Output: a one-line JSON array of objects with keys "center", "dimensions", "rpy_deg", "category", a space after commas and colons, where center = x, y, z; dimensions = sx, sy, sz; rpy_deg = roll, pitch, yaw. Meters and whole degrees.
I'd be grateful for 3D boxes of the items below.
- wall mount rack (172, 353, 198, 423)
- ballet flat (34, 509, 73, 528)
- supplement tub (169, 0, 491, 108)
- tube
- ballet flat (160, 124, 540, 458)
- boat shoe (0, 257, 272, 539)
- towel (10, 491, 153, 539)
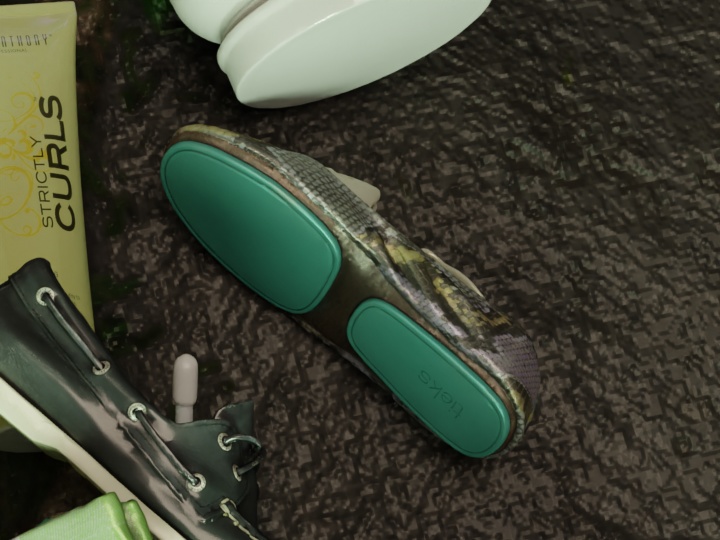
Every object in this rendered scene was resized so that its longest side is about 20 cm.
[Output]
[{"center": [-0.121, 0.132, 0.992], "dimensions": [0.198, 0.075, 0.175], "rpy_deg": [-5, 75, -15], "category": "wall mount rack"}, {"center": [-0.054, 0.169, 0.925], "dimensions": [0.068, 0.075, 0.200], "rpy_deg": [-43, 90, -19], "category": "ballet flat"}, {"center": [-0.035, -0.188, 1.072], "dimensions": [0.145, 0.145, 0.201], "rpy_deg": [-19, 78, -18], "category": "supplement tub"}, {"center": [-0.148, -0.024, 1.049], "dimensions": [0.058, 0.052, 0.201], "rpy_deg": [19, 56, -53], "category": "tube"}, {"center": [0.000, 0.000, 1.074], "dimensions": [0.200, 0.072, 0.072], "rpy_deg": [41, 69, 1], "category": "ballet flat"}, {"center": [-0.071, 0.070, 0.946], "dimensions": [0.199, 0.075, 0.066], "rpy_deg": [38, 83, 7], "category": "boat shoe"}, {"center": [-0.139, 0.185, 0.911], "dimensions": [0.199, 0.031, 0.150], "rpy_deg": [-26, 85, 19], "category": "towel"}]
